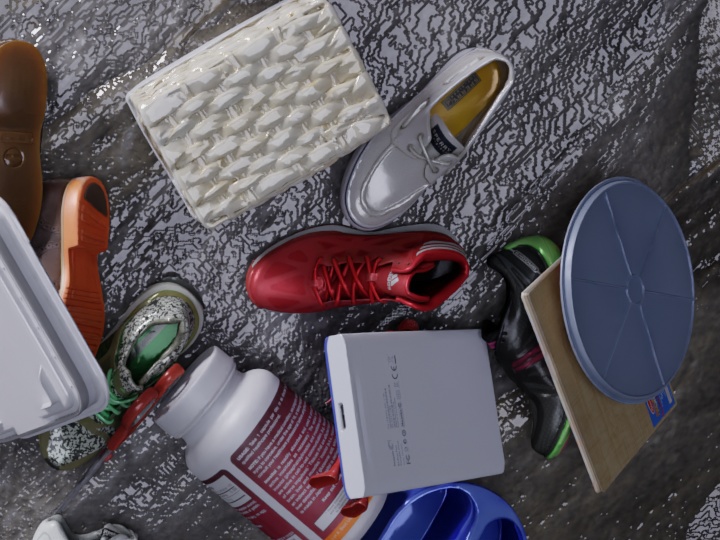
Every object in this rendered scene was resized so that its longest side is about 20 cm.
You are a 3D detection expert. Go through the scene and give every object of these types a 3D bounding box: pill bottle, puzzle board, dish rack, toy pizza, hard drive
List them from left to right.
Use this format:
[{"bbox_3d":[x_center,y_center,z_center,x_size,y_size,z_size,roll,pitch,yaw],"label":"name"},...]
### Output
[{"bbox_3d":[-0.302,0.048,1.157,0.171,0.043,0.201,-21,102,42],"label":"dish rack"},{"bbox_3d":[-0.080,0.162,1.263,0.200,0.113,0.113,42,92,-12],"label":"pill bottle"},{"bbox_3d":[0.050,0.119,1.237,0.199,0.025,0.134,1,78,-50],"label":"hard drive"},{"bbox_3d":[0.216,0.074,1.289,0.150,0.017,0.202,-38,113,-42],"label":"puzzle board"},{"bbox_3d":[0.234,0.018,1.279,0.199,0.032,0.203,5,83,-44],"label":"toy pizza"}]

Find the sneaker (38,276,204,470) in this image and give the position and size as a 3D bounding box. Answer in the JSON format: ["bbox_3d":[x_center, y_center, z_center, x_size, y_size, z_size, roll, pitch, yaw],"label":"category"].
[{"bbox_3d":[-0.213,0.094,1.246,0.077,0.089,0.201,38,93,-12],"label":"sneaker"}]

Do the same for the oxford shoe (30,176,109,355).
[{"bbox_3d":[-0.265,0.020,1.231,0.072,0.071,0.202,2,78,19],"label":"oxford shoe"}]

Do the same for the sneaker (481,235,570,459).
[{"bbox_3d":[0.153,0.071,1.306,0.083,0.077,0.203,-8,90,0],"label":"sneaker"}]

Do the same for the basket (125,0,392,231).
[{"bbox_3d":[-0.083,-0.137,1.209,0.199,0.123,0.136,-30,103,-3],"label":"basket"}]

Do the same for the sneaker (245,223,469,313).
[{"bbox_3d":[0.000,0.000,1.246,0.198,0.116,0.079,-14,100,-7],"label":"sneaker"}]

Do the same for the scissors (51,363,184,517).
[{"bbox_3d":[-0.215,0.153,1.268,0.014,0.073,0.200,40,127,2],"label":"scissors"}]

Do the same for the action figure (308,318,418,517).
[{"bbox_3d":[0.012,0.117,1.251,0.065,0.052,0.201,41,51,-17],"label":"action figure"}]

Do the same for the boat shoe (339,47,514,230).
[{"bbox_3d":[0.061,-0.114,1.250,0.200,0.070,0.071,-45,108,-5],"label":"boat shoe"}]

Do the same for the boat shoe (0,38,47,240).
[{"bbox_3d":[-0.304,-0.093,1.209,0.070,0.070,0.202,12,88,-29],"label":"boat shoe"}]

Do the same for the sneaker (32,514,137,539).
[{"bbox_3d":[-0.206,0.276,1.289,0.198,0.075,0.082,15,88,-10],"label":"sneaker"}]

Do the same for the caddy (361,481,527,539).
[{"bbox_3d":[0.065,0.281,1.304,0.141,0.105,0.201,31,94,-10],"label":"caddy"}]
